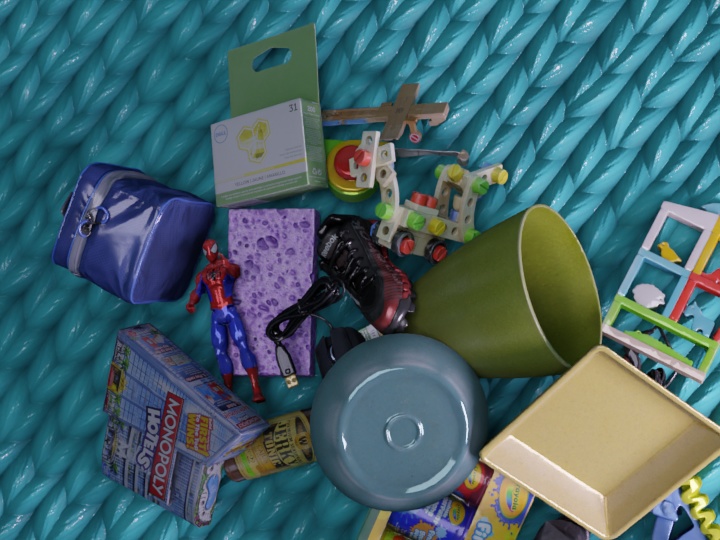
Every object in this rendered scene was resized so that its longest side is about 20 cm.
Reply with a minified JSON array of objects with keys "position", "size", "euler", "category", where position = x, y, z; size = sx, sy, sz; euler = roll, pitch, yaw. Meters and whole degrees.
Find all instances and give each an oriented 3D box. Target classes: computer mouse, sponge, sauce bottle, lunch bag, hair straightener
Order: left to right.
[{"position":[-0.275,-0.046,1.666],"size":[0.131,0.200,0.137],"euler":[24,94,14],"category":"lunch bag"},{"position":[-0.107,0.027,1.713],"size":[0.110,0.030,0.203],"euler":[1,85,12],"category":"sponge"},{"position":[-0.068,0.194,1.662],"size":[0.198,0.065,0.066],"euler":[-19,81,16],"category":"sauce bottle"},{"position":[-0.037,0.120,1.598],"size":[0.140,0.046,0.202],"euler":[-31,86,38],"category":"computer mouse"},{"position":[0.315,0.160,1.621],"size":[0.076,0.041,0.202],"euler":[20,84,12],"category":"hair straightener"}]

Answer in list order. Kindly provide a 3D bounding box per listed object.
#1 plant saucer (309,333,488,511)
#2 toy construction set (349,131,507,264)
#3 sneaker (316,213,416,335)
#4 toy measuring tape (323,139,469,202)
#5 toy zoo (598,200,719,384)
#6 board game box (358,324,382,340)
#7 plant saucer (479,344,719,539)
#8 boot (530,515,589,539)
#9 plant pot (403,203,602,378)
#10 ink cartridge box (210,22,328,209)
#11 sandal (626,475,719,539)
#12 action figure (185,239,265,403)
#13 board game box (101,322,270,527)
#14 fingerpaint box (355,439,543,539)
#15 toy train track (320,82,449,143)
[{"position":[0.044,0.171,1.537],"size":[0.197,0.036,0.203],"euler":[-1,101,-6],"category":"plant saucer"},{"position":[0.072,-0.082,1.612],"size":[0.092,0.198,0.133],"euler":[31,103,54],"category":"toy construction set"},{"position":[0.000,0.000,1.613],"size":[0.097,0.201,0.071],"euler":[22,117,-29],"category":"sneaker"},{"position":[0.028,-0.114,1.683],"size":[0.197,0.074,0.075],"euler":[4,85,5],"category":"toy measuring tape"},{"position":[0.372,0.010,1.612],"size":[0.130,0.020,0.202],"euler":[27,81,17],"category":"toy zoo"},{"position":[0.034,0.164,1.677],"size":[0.104,0.023,0.202],"euler":[-25,81,10],"category":"board game box"},{"position":[0.260,0.176,1.527],"size":[0.199,0.049,0.200],"euler":[34,120,-17],"category":"plant saucer"},{"position":[0.200,0.349,1.536],"size":[0.065,0.200,0.167],"euler":[14,87,12],"category":"boot"},{"position":[0.140,0.045,1.594],"size":[0.198,0.186,0.190],"euler":[-19,81,31],"category":"plant pot"},{"position":[-0.113,-0.185,1.695],"size":[0.144,0.048,0.203],"euler":[-11,81,34],"category":"ink cartridge box"},{"position":[0.359,0.297,1.580],"size":[0.086,0.079,0.202],"euler":[-25,72,11],"category":"sandal"},{"position":[-0.164,0.057,1.661],"size":[0.064,0.099,0.203],"euler":[-14,79,10],"category":"action figure"},{"position":[-0.208,0.192,1.648],"size":[0.198,0.061,0.203],"euler":[22,108,28],"category":"board game box"},{"position":[0.094,0.283,1.613],"size":[0.165,0.073,0.202],"euler":[25,93,5],"category":"fingerpaint box"},{"position":[0.011,-0.176,1.699],"size":[0.197,0.033,0.115],"euler":[-1,40,21],"category":"toy train track"}]
